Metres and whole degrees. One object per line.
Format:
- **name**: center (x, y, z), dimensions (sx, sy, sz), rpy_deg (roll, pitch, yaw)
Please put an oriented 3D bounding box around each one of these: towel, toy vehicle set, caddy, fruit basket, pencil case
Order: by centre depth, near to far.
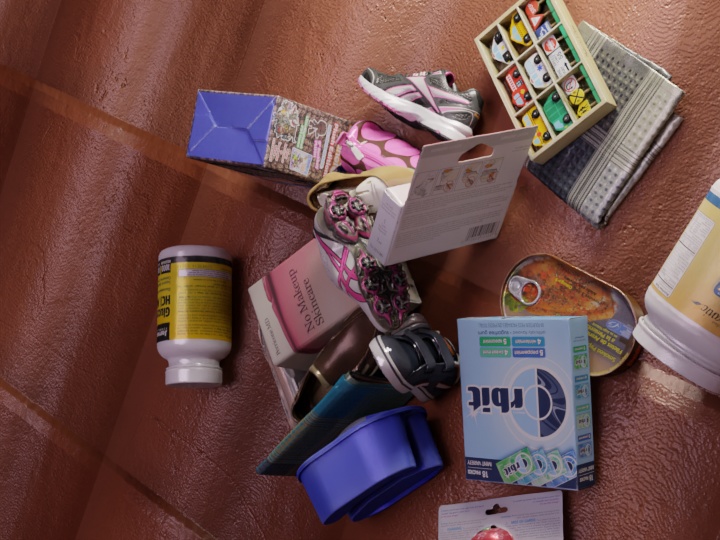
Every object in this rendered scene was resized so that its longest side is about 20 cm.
- **fruit basket**: center (0.172, 0.378, 1.600), dimensions (0.184, 0.093, 0.202), rpy_deg (-16, 57, 35)
- **towel**: center (0.291, -0.184, 1.633), dimensions (0.193, 0.034, 0.201), rpy_deg (46, 113, 38)
- **toy vehicle set**: center (0.230, -0.250, 1.659), dimensions (0.124, 0.026, 0.202), rpy_deg (-39, 58, 30)
- **caddy**: center (0.009, 0.244, 1.705), dimensions (0.199, 0.141, 0.106), rpy_deg (-38, 64, 26)
- **towel**: center (-0.032, 0.207, 1.741), dimensions (0.200, 0.146, 0.022), rpy_deg (-46, 55, 24)
- **pencil case**: center (0.058, -0.132, 1.763), dimensions (0.199, 0.093, 0.091), rpy_deg (29, 88, 37)

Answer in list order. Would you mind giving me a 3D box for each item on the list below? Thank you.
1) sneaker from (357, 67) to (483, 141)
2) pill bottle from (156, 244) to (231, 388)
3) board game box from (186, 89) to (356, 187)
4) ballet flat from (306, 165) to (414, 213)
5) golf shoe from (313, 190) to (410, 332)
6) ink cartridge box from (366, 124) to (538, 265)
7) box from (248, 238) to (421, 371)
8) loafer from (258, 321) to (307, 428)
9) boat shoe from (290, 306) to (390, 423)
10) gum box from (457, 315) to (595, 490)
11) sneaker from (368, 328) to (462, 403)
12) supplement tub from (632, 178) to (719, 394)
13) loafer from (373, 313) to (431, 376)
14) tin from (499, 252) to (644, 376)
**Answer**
- **sneaker**: center (0.090, -0.236, 1.783), dimensions (0.199, 0.080, 0.087), rpy_deg (32, 90, 30)
- **pill bottle**: center (-0.247, 0.070, 1.960), dimensions (0.111, 0.112, 0.203), rpy_deg (-10, 76, 37)
- **board game box**: center (-0.115, -0.180, 1.844), dimensions (0.158, 0.199, 0.098), rpy_deg (10, 89, 40)
- **ballet flat**: center (0.003, -0.096, 1.731), dimensions (0.199, 0.063, 0.069), rpy_deg (-2, 111, 51)
- **golf shoe**: center (0.000, 0.000, 1.674), dimensions (0.201, 0.072, 0.092), rpy_deg (64, 143, 26)
- **ink cartridge box**: center (0.112, -0.102, 1.615), dimensions (0.044, 0.198, 0.175), rpy_deg (43, 132, 35)
- **box**: center (-0.037, 0.034, 1.801), dimensions (0.199, 0.108, 0.129), rpy_deg (-36, 62, 28)
- **loafer**: center (-0.110, 0.129, 1.871), dimensions (0.063, 0.071, 0.202), rpy_deg (-39, 63, 35)
- **boat shoe**: center (-0.029, 0.130, 1.712), dimensions (0.075, 0.075, 0.203), rpy_deg (42, 123, 20)
- **gum box**: center (0.199, 0.157, 1.600), dimensions (0.169, 0.044, 0.203), rpy_deg (-2, 92, 43)
- **sneaker**: center (0.074, 0.109, 1.644), dimensions (0.079, 0.200, 0.079), rpy_deg (-33, 70, 9)
- **supplement tub**: center (0.399, 0.017, 1.430), dimensions (0.144, 0.144, 0.201), rpy_deg (39, 107, 36)
- **loafer**: center (0.011, 0.110, 1.776), dimensions (0.200, 0.071, 0.063), rpy_deg (-42, 55, 29)
- **tin**: center (0.258, 0.055, 1.606), dimensions (0.199, 0.042, 0.113), rpy_deg (31, 98, 37)
